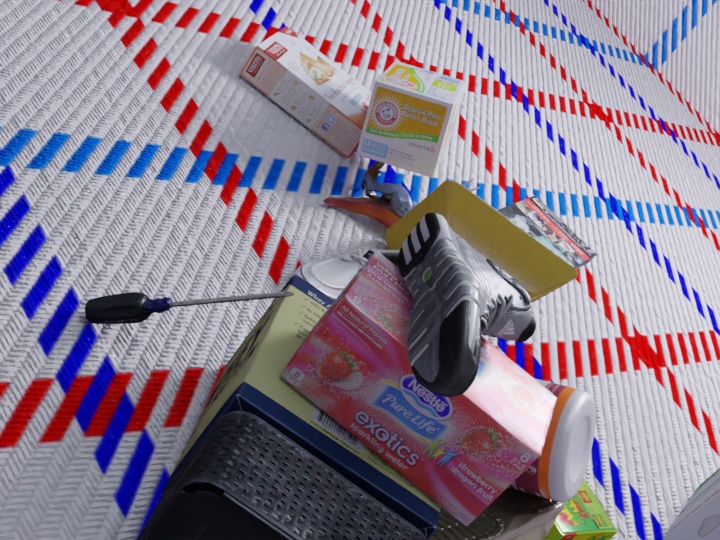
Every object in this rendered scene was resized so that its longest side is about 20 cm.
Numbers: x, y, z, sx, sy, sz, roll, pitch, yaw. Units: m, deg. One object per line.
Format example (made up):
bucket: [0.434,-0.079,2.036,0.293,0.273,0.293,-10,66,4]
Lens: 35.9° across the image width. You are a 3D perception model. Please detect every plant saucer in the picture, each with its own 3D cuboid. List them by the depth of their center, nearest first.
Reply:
plant saucer: [0.137,-0.005,1.382,0.199,0.200,0.049,35,62,-9]

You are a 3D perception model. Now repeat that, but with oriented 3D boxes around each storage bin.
storage bin: [-0.062,0.223,0.845,0.199,0.135,0.094,36,28,-5]

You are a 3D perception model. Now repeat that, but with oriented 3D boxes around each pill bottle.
pill bottle: [0.125,0.153,1.110,0.198,0.111,0.109,11,18,26]

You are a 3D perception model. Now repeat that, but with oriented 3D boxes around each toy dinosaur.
toy dinosaur: [0.066,-0.058,1.497,0.199,0.105,0.182,-35,83,-26]

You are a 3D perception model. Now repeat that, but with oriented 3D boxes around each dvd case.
dvd case: [0.287,-0.051,1.758,0.146,0.022,0.200,46,28,13]

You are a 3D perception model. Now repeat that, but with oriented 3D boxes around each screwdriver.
screwdriver: [-0.156,0.026,0.998,0.028,0.198,0.029,-81,157,-49]

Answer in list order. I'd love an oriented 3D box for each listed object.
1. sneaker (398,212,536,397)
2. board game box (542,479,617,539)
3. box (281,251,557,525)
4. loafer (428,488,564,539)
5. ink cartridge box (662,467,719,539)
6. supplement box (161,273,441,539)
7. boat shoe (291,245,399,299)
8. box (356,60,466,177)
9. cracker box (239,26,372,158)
sneaker: [0.097,0.038,0.869,0.115,0.075,0.201,29,30,-21]
board game box: [0.190,0.220,1.232,0.101,0.048,0.201,9,40,-42]
box: [0.051,0.095,0.912,0.200,0.103,0.095,40,29,-2]
loafer: [0.119,0.260,1.072,0.199,0.069,0.076,-8,26,-35]
ink cartridge box: [0.464,0.286,1.352,0.083,0.147,0.200,47,31,14]
supplement box: [-0.035,0.148,0.984,0.199,0.134,0.200,35,29,-8]
boat shoe: [0.000,0.000,1.308,0.199,0.065,0.074,-8,53,-53]
box: [0.071,-0.208,1.502,0.112,0.102,0.200,17,20,4]
cracker box: [-0.064,-0.262,1.618,0.199,0.058,0.134,37,28,-2]
